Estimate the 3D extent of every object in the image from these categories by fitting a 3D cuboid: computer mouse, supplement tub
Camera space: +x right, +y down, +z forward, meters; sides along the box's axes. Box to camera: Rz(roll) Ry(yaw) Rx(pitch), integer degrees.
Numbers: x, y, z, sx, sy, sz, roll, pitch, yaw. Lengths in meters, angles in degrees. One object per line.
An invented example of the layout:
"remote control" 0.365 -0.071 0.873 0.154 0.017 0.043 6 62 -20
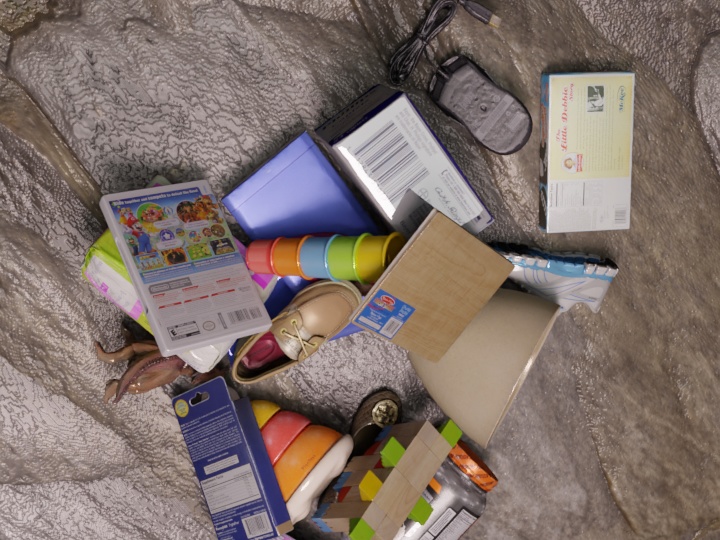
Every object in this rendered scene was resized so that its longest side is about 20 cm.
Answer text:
"computer mouse" 0.145 -0.247 1.424 0.199 0.046 0.141 34 99 -2
"supplement tub" 0.079 0.313 1.490 0.122 0.123 0.200 42 92 -15

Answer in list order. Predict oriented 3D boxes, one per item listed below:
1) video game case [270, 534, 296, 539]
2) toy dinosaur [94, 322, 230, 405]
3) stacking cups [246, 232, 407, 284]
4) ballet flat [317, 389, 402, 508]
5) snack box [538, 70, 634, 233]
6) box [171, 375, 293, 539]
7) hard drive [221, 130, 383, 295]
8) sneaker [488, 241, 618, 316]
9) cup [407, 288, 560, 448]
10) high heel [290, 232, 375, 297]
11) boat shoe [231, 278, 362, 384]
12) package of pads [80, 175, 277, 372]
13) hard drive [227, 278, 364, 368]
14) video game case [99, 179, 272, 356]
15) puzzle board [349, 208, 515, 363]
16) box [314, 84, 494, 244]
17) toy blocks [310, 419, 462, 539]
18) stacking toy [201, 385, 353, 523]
"video game case" -0.069 0.395 1.484 0.199 0.143 0.019 34 56 -13
"toy dinosaur" -0.237 0.110 1.373 0.133 0.200 0.087 -2 94 6
"stacking cups" -0.040 -0.011 1.302 0.198 0.060 0.061 -1 106 34
"ballet flat" 0.000 0.251 1.502 0.067 0.046 0.202 27 97 -13
"snack box" 0.290 -0.152 1.469 0.114 0.037 0.203 -3 102 -9
"box" -0.159 0.235 1.398 0.032 0.120 0.203 -15 83 -46
"hard drive" -0.059 -0.050 1.406 0.131 0.025 0.201 -38 103 0
"sneaker" 0.234 0.017 1.480 0.197 0.075 0.088 10 106 -11
"cup" 0.143 0.100 1.435 0.142 0.200 0.202 28 97 11
"high heel" 0.000 0.000 1.353 0.197 0.096 0.069 9 100 -10
"boat shoe" -0.079 0.080 1.375 0.199 0.067 0.074 -36 108 31
"package of pads" -0.213 0.005 1.348 0.199 0.155 0.068 39 139 -4
"hard drive" -0.087 0.036 1.454 0.197 0.025 0.134 -17 104 -5
"video game case" -0.199 -0.008 1.308 0.142 0.018 0.202 -13 68 -37
"puzzle board" 0.082 0.021 1.280 0.151 0.017 0.199 -51 144 8
"box" 0.048 -0.115 1.353 0.104 0.200 0.185 -37 105 0
"toy blocks" 0.023 0.264 1.416 0.100 0.136 0.201 47 60 -14
"stacking toy" -0.119 0.212 1.446 0.199 0.146 0.147 40 94 10
